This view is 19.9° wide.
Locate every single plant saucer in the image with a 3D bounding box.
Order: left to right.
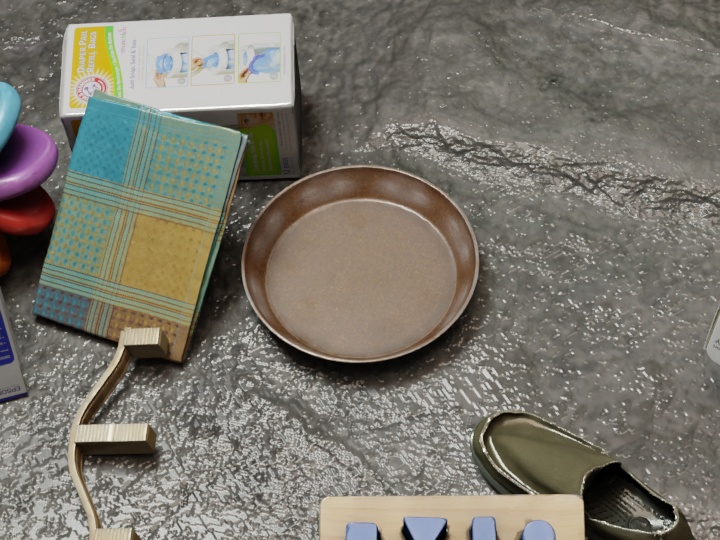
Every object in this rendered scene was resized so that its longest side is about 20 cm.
[{"bbox_3d":[0.000,0.000,1.731,0.200,0.034,0.200,-1,56,1],"label":"plant saucer"}]

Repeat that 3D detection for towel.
[{"bbox_3d":[-0.184,-0.038,1.705,0.147,0.022,0.200,18,98,14],"label":"towel"}]

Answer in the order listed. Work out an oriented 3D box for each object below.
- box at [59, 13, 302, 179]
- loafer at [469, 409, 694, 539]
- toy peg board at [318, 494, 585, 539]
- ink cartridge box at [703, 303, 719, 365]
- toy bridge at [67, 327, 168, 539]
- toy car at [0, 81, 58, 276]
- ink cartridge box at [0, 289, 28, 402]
[{"bbox_3d":[-0.154,-0.148,1.788,0.200,0.113,0.101,-2,58,1],"label":"box"},{"bbox_3d":[0.175,0.162,1.594,0.200,0.070,0.075,29,62,20],"label":"loafer"},{"bbox_3d":[0.068,0.257,1.483,0.200,0.098,0.199,-1,75,1],"label":"toy peg board"},{"bbox_3d":[0.393,0.021,1.650,0.145,0.083,0.200,32,52,20],"label":"ink cartridge box"},{"bbox_3d":[-0.199,0.135,1.647,0.067,0.027,0.200,-3,60,14],"label":"toy bridge"},{"bbox_3d":[-0.326,-0.078,1.703,0.150,0.200,0.175,-4,36,-11],"label":"toy car"},{"bbox_3d":[-0.335,0.027,1.641,0.095,0.200,0.037,-14,34,-7],"label":"ink cartridge box"}]
